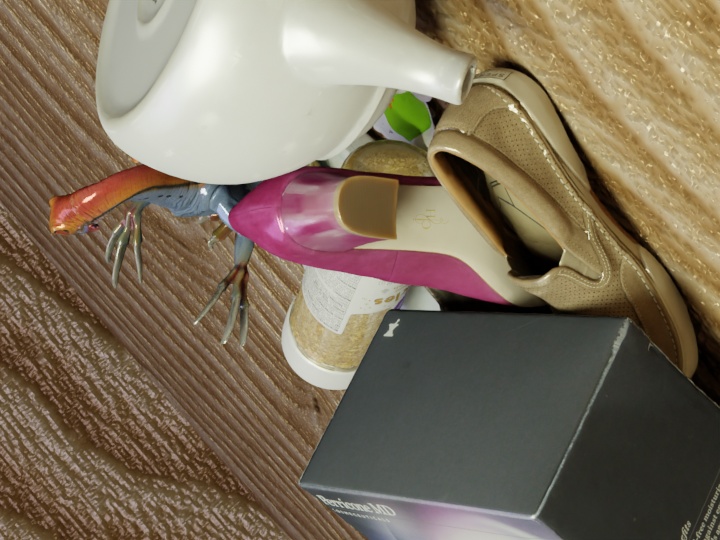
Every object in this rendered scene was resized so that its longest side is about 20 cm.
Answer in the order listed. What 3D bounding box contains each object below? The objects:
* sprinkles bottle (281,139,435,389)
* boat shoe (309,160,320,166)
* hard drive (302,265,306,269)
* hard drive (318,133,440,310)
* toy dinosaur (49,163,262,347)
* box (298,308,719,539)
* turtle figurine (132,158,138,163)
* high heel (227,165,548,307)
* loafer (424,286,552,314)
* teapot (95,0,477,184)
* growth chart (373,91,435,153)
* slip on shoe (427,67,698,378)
[{"bbox_3d":[0.000,0.000,1.363,0.068,0.068,0.200,47,152,15],"label":"sprinkles bottle"},{"bbox_3d":[-0.071,-0.095,1.458,0.200,0.071,0.077,-121,22,-44],"label":"boat shoe"},{"bbox_3d":[-0.037,-0.030,1.569,0.201,0.025,0.132,62,176,32],"label":"hard drive"},{"bbox_3d":[0.039,-0.007,1.419,0.200,0.027,0.133,44,158,44],"label":"hard drive"},{"bbox_3d":[-0.098,-0.053,1.220,0.104,0.202,0.181,-3,164,25],"label":"toy dinosaur"},{"bbox_3d":[0.109,0.124,1.193,0.198,0.124,0.199,41,157,-29],"label":"box"},{"bbox_3d":[-0.139,-0.134,1.467,0.200,0.064,0.163,120,144,-72],"label":"turtle figurine"},{"bbox_3d":[0.028,-0.016,1.192,0.199,0.068,0.096,5,174,-41],"label":"high heel"},{"bbox_3d":[0.077,0.041,1.289,0.200,0.071,0.073,49,-151,-34],"label":"loafer"},{"bbox_3d":[-0.038,-0.125,1.132,0.145,0.201,0.198,18,138,-24],"label":"teapot"},{"bbox_3d":[-0.016,-0.138,1.321,0.200,0.018,0.145,48,167,6],"label":"growth chart"},{"bbox_3d":[0.101,-0.007,1.141,0.076,0.061,0.201,-7,122,46],"label":"slip on shoe"}]
